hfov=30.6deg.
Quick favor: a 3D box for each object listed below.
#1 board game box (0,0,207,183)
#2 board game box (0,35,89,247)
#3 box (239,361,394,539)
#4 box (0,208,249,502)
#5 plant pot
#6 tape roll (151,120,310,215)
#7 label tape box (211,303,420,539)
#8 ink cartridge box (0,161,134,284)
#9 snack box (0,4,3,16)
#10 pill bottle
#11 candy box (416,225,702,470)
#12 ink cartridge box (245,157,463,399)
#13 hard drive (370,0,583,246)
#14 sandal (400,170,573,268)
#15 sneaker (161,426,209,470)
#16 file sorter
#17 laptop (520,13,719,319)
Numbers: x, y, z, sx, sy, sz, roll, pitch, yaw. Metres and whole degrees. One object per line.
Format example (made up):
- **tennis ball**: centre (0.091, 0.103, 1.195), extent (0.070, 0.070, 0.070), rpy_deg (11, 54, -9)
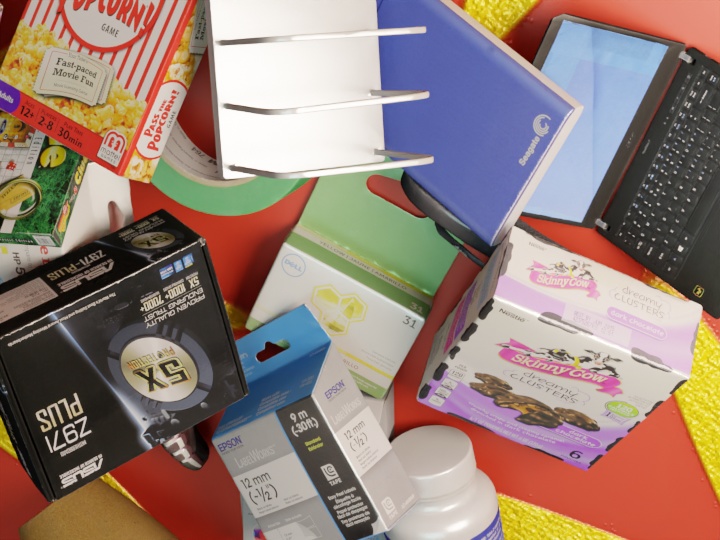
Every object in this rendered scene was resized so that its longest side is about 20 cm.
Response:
- **board game box**: centre (-0.193, -0.193, 1.039), extent (0.151, 0.046, 0.202), rpy_deg (27, 98, 25)
- **board game box**: centre (-0.271, -0.112, 1.100), extent (0.103, 0.202, 0.024), rpy_deg (4, 151, 12)
- **box**: centre (-0.043, 0.190, 1.276), extent (0.154, 0.041, 0.202), rpy_deg (6, 118, 15)
- **box**: centre (-0.213, 0.069, 1.113), extent (0.086, 0.199, 0.165), rpy_deg (32, 141, 50)
- **plant pot**: centre (-0.254, 0.316, 1.343), extent (0.186, 0.186, 0.201), rpy_deg (-36, 91, 30)
- **tape roll**: centre (-0.113, -0.148, 1.089), extent (0.198, 0.048, 0.203), rpy_deg (9, 112, 22)
- **label tape box**: centre (-0.057, 0.149, 1.168), extent (0.143, 0.066, 0.201), rpy_deg (-27, 95, 40)
- **ink cartridge box**: centre (-0.303, -0.047, 1.178), extent (0.198, 0.125, 0.130), rpy_deg (4, 119, 15)
- **snack box**: centre (-0.388, -0.210, 1.110), extent (0.200, 0.053, 0.143), rpy_deg (42, 127, 26)
- **pill bottle**: centre (0.079, 0.250, 1.230), extent (0.111, 0.112, 0.202), rpy_deg (-3, 116, 18)
- **candy box**: centre (0.156, 0.070, 1.078), extent (0.166, 0.072, 0.200), rpy_deg (22, 148, -3)
- **ink cartridge box**: centre (0.000, 0.000, 1.157), extent (0.144, 0.048, 0.201), rpy_deg (28, 124, 0)
- **hard drive**: centre (0.064, -0.133, 1.031), extent (0.200, 0.025, 0.133), rpy_deg (42, 124, 20)
- **sandal**: centre (0.112, -0.020, 1.091), extent (0.199, 0.076, 0.043), rpy_deg (35, 122, -6)
- **sneaker**: centre (-0.167, 0.102, 1.252), extent (0.115, 0.076, 0.201), rpy_deg (-41, 136, -9)
- **file sorter**: centre (-0.028, -0.169, 0.957), extent (0.137, 0.124, 0.203), rpy_deg (-8, 102, -24)
- **laptop**: centre (0.216, -0.077, 1.011), extent (0.200, 0.103, 0.178), rpy_deg (40, 127, 25)
